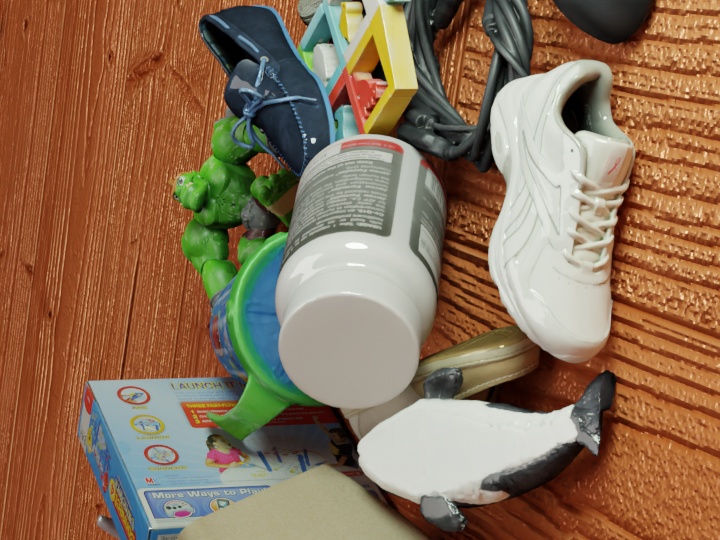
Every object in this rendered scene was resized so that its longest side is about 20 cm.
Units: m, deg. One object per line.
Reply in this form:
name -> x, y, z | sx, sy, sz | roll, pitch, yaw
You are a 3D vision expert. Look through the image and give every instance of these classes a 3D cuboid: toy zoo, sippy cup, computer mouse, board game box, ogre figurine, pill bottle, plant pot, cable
toy zoo -> -0.006, -0.151, 1.518 | 0.200, 0.020, 0.132 | 124, 137, -53
sippy cup -> -0.056, 0.042, 1.578 | 0.130, 0.177, 0.140 | -15, 96, 68
computer mouse -> 0.139, -0.237, 1.312 | 0.139, 0.052, 0.201 | -52, 42, 47
board game box -> -0.101, 0.160, 1.573 | 0.196, 0.199, 0.056 | -124, 41, -53
ogre figurine -> -0.100, -0.050, 1.734 | 0.120, 0.098, 0.201 | 35, 134, 40
pill bottle -> 0.000, 0.000, 1.413 | 0.200, 0.113, 0.114 | -80, 11, -56
plant pot -> -0.045, 0.255, 1.383 | 0.177, 0.199, 0.200 | 54, 138, 20
cable -> 0.082, -0.156, 1.431 | 0.200, 0.051, 0.164 | -153, 75, -67

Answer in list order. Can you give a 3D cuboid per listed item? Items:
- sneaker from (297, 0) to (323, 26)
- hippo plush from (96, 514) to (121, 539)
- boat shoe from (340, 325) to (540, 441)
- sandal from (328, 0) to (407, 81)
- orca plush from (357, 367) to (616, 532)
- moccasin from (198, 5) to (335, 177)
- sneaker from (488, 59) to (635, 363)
sneaker -> -0.014, -0.281, 1.594 | 0.201, 0.085, 0.078 | -68, 31, 33
hippo plush -> -0.083, 0.266, 1.632 | 0.160, 0.159, 0.201 | -24, 77, 27
boat shoe -> 0.063, 0.091, 1.407 | 0.200, 0.073, 0.070 | -26, 86, 53
sandal -> 0.008, -0.195, 1.576 | 0.201, 0.048, 0.076 | -66, 32, 34
orca plush -> 0.094, 0.110, 1.334 | 0.200, 0.071, 0.106 | -31, 67, 35
moccasin -> -0.077, -0.135, 1.569 | 0.200, 0.068, 0.081 | -122, 37, -48
sneaker -> 0.134, -0.044, 1.270 | 0.099, 0.078, 0.201 | -31, 60, 54
